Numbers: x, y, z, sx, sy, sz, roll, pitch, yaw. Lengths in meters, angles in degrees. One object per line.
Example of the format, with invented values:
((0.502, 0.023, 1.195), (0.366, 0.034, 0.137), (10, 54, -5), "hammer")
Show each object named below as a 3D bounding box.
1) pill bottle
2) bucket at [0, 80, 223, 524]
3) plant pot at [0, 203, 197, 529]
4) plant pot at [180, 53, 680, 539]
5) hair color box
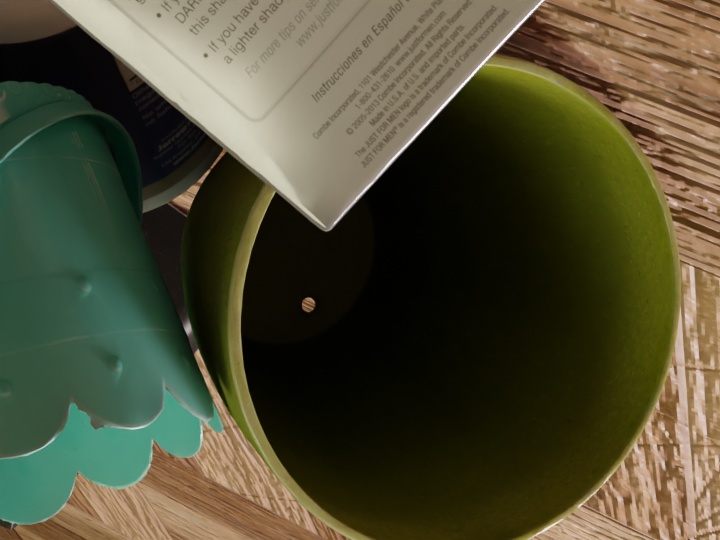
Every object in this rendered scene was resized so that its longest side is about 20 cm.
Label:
((-0.123, -0.117, 0.794), (0.110, 0.111, 0.200), (24, 157, 24), "pill bottle")
((-0.160, 0.026, 0.734), (0.207, 0.206, 0.136), (134, 118, -69), "bucket")
((-0.208, 0.034, 1.156), (0.199, 0.178, 0.200), (35, 160, -2), "plant pot")
((0.000, 0.000, 0.814), (0.187, 0.188, 0.200), (43, 171, -23), "plant pot")
((-0.049, -0.115, 0.484), (0.200, 0.099, 0.061), (40, -157, -11), "hair color box")
